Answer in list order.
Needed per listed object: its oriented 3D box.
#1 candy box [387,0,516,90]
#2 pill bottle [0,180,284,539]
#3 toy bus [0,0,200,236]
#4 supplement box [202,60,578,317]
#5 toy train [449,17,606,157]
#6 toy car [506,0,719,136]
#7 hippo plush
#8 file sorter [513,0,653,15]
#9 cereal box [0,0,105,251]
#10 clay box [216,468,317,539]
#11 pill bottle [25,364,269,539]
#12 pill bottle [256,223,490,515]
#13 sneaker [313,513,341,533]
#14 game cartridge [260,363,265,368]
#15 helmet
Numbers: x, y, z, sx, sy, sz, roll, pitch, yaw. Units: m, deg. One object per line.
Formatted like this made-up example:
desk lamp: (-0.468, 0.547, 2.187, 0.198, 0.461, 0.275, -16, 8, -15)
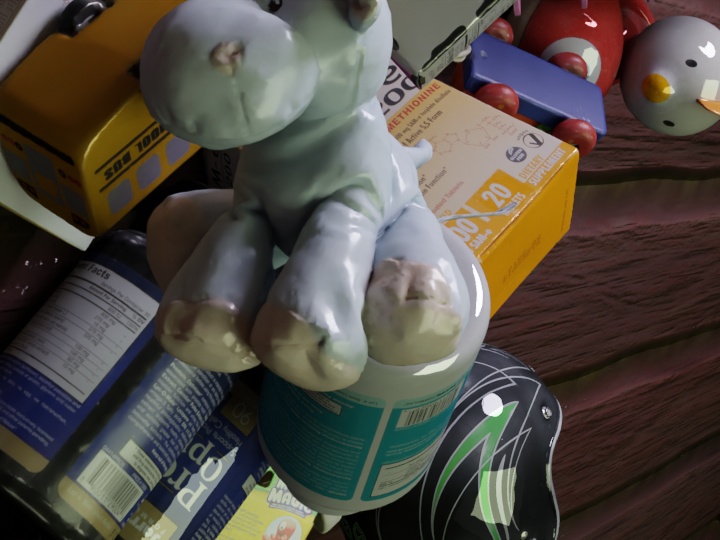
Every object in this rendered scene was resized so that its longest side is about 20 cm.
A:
candy box: (0.060, -0.220, 0.813, 0.200, 0.137, 0.061, -42, 175, 1)
pill bottle: (-0.131, 0.051, 0.818, 0.201, 0.111, 0.112, -52, 152, -18)
toy bus: (-0.085, -0.112, 0.719, 0.200, 0.065, 0.079, -46, 150, -28)
supplement box: (0.017, -0.056, 0.896, 0.126, 0.199, 0.074, -46, 151, -31)
toy train: (0.072, -0.124, 1.075, 0.116, 0.198, 0.085, -46, -147, 43)
toy car: (0.224, -0.161, 1.162, 0.176, 0.199, 0.186, -27, 138, -53)
hippo plush: (-0.013, -0.056, 0.652, 0.199, 0.159, 0.162, -24, 130, -22)
file sorter: (0.190, -0.259, 0.973, 0.140, 0.197, 0.127, 74, 14, -54)
cereal box: (-0.135, -0.121, 0.742, 0.201, 0.039, 0.144, -60, 154, -4)
clay box: (-0.118, 0.212, 1.024, 0.114, 0.048, 0.201, 29, 90, -28)
pill bottle: (-0.136, 0.138, 0.910, 0.201, 0.111, 0.112, -53, 153, -18)
pill bottle: (0.000, 0.063, 0.824, 0.111, 0.110, 0.201, -42, 162, -33)
sneaker: (-0.021, 0.109, 1.061, 0.084, 0.075, 0.201, -43, 158, -27)
game cartridge: (-0.027, 0.046, 1.103, 0.201, 0.041, 0.133, -58, 157, -7)
helmet: (0.070, 0.157, 1.213, 0.199, 0.198, 0.193, -20, 110, -53)
